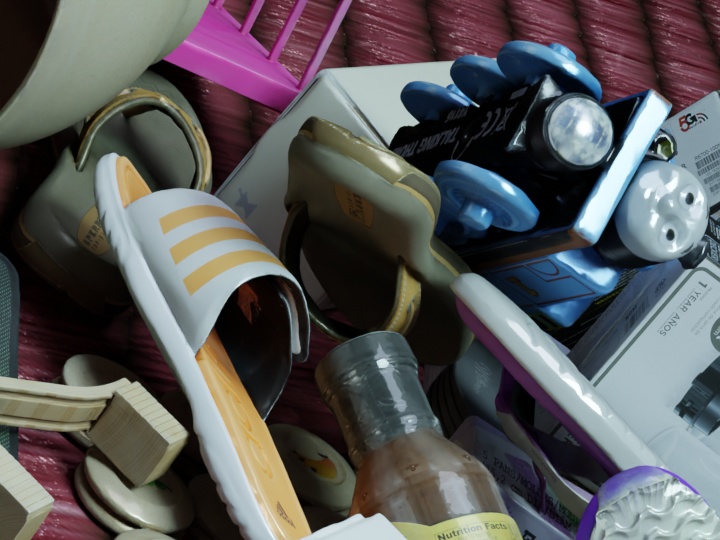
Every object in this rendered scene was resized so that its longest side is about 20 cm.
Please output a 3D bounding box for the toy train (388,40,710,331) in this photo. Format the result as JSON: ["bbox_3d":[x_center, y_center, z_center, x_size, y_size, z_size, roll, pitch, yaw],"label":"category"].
[{"bbox_3d":[0.072,-0.032,1.250,0.114,0.087,0.200,32,-16,-15],"label":"toy train"}]

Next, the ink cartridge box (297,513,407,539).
[{"bbox_3d":[0.019,0.191,1.025,0.200,0.084,0.145,44,25,16],"label":"ink cartridge box"}]

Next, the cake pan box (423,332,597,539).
[{"bbox_3d":[0.108,0.111,1.314,0.200,0.052,0.184,36,20,-10],"label":"cake pan box"}]

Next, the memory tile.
[{"bbox_3d":[-0.028,0.107,1.201,0.200,0.017,0.153,20,29,-32],"label":"memory tile"}]

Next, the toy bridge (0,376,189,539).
[{"bbox_3d":[-0.142,0.072,1.074,0.067,0.027,0.200,44,30,14],"label":"toy bridge"}]

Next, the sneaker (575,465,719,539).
[{"bbox_3d":[0.112,0.148,1.169,0.100,0.070,0.200,51,-17,57],"label":"sneaker"}]

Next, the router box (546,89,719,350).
[{"bbox_3d":[0.139,-0.015,1.418,0.149,0.200,0.051,3,62,-52],"label":"router box"}]

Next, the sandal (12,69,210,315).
[{"bbox_3d":[-0.101,-0.047,1.317,0.080,0.054,0.200,33,24,-8],"label":"sandal"}]

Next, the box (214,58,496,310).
[{"bbox_3d":[0.029,-0.045,1.453,0.078,0.095,0.200,51,29,16],"label":"box"}]

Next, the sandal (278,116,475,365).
[{"bbox_3d":[0.000,0.000,1.208,0.080,0.054,0.200,23,-15,15],"label":"sandal"}]

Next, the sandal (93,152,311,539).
[{"bbox_3d":[-0.043,0.032,1.185,0.207,0.059,0.079,63,7,30],"label":"sandal"}]

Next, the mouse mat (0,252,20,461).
[{"bbox_3d":[-0.196,0.028,1.107,0.161,0.008,0.200,25,34,-25],"label":"mouse mat"}]

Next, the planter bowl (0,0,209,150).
[{"bbox_3d":[-0.144,-0.146,1.268,0.135,0.200,0.200,-4,45,-49],"label":"planter bowl"}]

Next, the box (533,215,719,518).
[{"bbox_3d":[0.186,0.081,1.279,0.200,0.117,0.060,35,19,-9],"label":"box"}]

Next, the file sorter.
[{"bbox_3d":[-0.087,-0.182,1.456,0.139,0.125,0.200,22,12,-27],"label":"file sorter"}]

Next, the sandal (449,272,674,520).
[{"bbox_3d":[0.097,0.086,1.206,0.203,0.050,0.082,48,0,-14],"label":"sandal"}]

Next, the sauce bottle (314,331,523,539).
[{"bbox_3d":[0.034,0.117,1.158,0.065,0.065,0.200,10,48,-45],"label":"sauce bottle"}]
